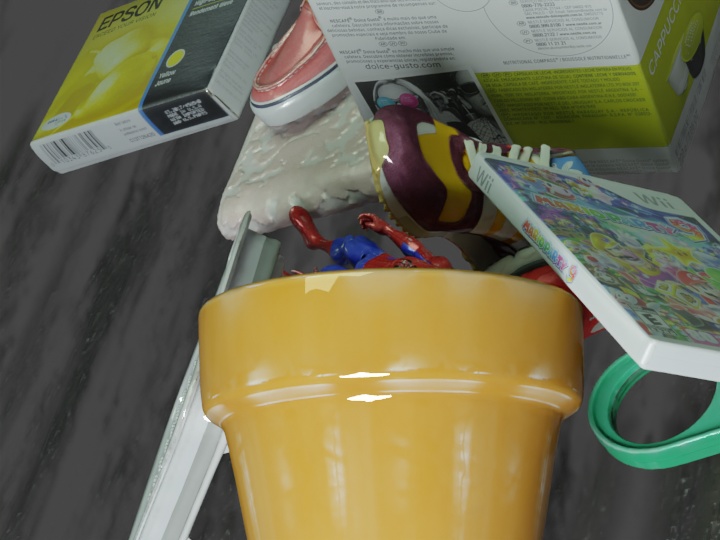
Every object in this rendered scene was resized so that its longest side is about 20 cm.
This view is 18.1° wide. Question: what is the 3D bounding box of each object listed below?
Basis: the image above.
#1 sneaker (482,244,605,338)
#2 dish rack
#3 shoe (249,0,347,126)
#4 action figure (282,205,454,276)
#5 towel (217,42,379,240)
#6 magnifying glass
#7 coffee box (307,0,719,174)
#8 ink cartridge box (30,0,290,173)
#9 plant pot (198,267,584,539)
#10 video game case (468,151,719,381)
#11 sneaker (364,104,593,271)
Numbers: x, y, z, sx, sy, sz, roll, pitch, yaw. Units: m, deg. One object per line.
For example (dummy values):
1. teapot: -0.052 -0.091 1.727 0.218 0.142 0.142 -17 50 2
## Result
1. sneaker: 0.084 0.050 1.280 0.199 0.077 0.085 -26 48 27
2. dish rack: -0.088 0.083 1.316 0.200 0.043 0.172 115 172 -45
3. shoe: -0.018 -0.197 1.553 0.200 0.091 0.071 -45 34 -9
4. action figure: 0.000 0.000 1.394 0.065 0.052 0.200 -44 31 -18
5. towel: 0.005 -0.114 1.547 0.199 0.032 0.192 -15 42 29
6. magnifying glass: 0.207 0.072 1.180 0.199 0.022 0.080 3 52 39
7. coffee box: 0.104 -0.195 1.385 0.199 0.198 0.200 1 49 28
8. ink cartridge box: -0.139 -0.177 1.709 0.197 0.047 0.201 -14 44 41
9. plant pot: 0.016 0.110 1.148 0.199 0.200 0.184 -9 75 33
10. video game case: 0.157 0.002 1.173 0.200 0.143 0.018 52 125 52
11. sneaker: 0.080 -0.050 1.272 0.090 0.200 0.075 -21 61 25
